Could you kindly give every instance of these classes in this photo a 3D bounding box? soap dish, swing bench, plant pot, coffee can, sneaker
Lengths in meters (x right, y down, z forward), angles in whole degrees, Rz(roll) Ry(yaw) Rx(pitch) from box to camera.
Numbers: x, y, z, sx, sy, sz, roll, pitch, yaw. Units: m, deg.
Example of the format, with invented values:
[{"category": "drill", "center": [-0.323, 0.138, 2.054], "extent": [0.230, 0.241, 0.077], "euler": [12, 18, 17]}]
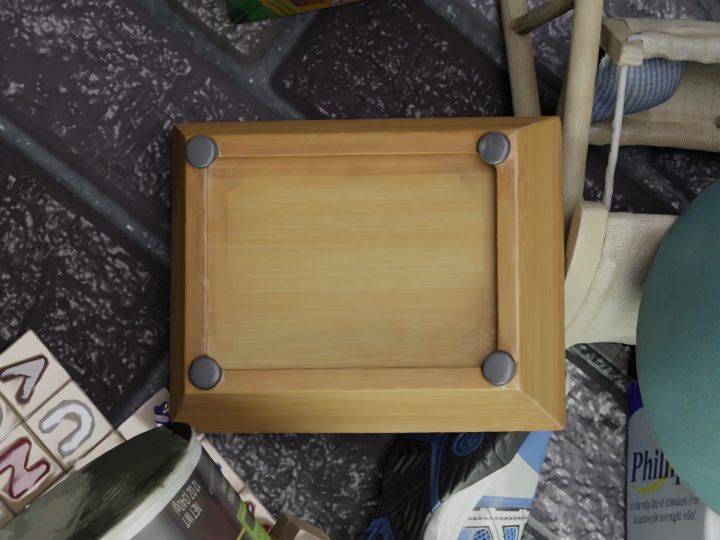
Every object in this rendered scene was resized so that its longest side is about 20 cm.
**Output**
[{"category": "soap dish", "center": [0.000, 0.000, 1.366], "extent": [0.199, 0.081, 0.158], "euler": [-1, 83, 8]}, {"category": "swing bench", "center": [0.185, -0.057, 1.440], "extent": [0.198, 0.130, 0.201], "euler": [2, 83, -17]}, {"category": "plant pot", "center": [0.249, 0.036, 1.325], "extent": [0.199, 0.135, 0.201], "euler": [0, 88, -17]}, {"category": "coffee can", "center": [-0.078, 0.192, 1.257], "extent": [0.146, 0.146, 0.200], "euler": [-40, 103, -18]}, {"category": "sneaker", "center": [0.050, 0.131, 1.414], "extent": [0.077, 0.076, 0.200], "euler": [43, 72, -31]}]

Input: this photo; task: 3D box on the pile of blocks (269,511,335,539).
[{"category": "pile of blocks", "center": [-0.092, 0.170, 1.359], "extent": [0.199, 0.062, 0.082], "euler": [-8, 98, -11]}]

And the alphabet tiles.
[{"category": "alphabet tiles", "center": [-0.138, 0.137, 1.379], "extent": [0.167, 0.008, 0.200], "euler": [-41, 96, -17]}]

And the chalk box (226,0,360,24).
[{"category": "chalk box", "center": [0.005, -0.210, 1.366], "extent": [0.124, 0.200, 0.124], "euler": [-12, 87, -18]}]

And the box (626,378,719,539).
[{"category": "box", "center": [0.241, 0.154, 1.443], "extent": [0.183, 0.105, 0.201], "euler": [4, 83, -17]}]
